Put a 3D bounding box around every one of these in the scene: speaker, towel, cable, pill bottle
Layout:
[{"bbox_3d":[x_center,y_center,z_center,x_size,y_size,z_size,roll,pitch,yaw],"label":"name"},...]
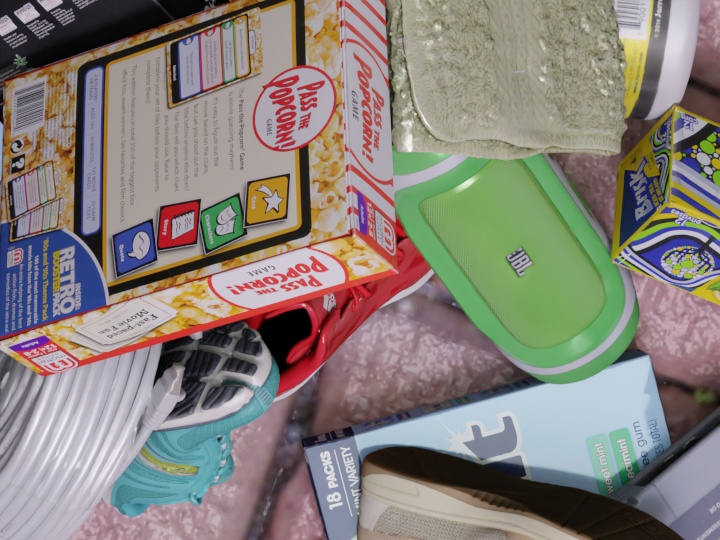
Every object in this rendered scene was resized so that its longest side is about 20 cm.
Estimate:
[{"bbox_3d":[0.074,-0.027,1.476,0.088,0.088,0.200,-38,128,0],"label":"speaker"},{"bbox_3d":[0.067,-0.154,1.392,0.148,0.036,0.201,-3,82,-34],"label":"towel"},{"bbox_3d":[-0.178,0.060,1.454,0.069,0.200,0.200,26,102,-31],"label":"cable"},{"bbox_3d":[0.077,-0.145,1.496,0.199,0.112,0.113,6,94,-3],"label":"pill bottle"}]

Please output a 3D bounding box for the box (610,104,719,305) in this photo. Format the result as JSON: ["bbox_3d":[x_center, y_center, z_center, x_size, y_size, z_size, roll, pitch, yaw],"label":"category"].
[{"bbox_3d":[0.237,-0.012,1.505,0.199,0.064,0.070,21,52,-17],"label":"box"}]

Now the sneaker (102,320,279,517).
[{"bbox_3d":[-0.095,0.082,1.479,0.080,0.200,0.078,42,57,-15],"label":"sneaker"}]

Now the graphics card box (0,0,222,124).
[{"bbox_3d":[-0.175,-0.155,1.387,0.125,0.051,0.200,-26,127,27],"label":"graphics card box"}]

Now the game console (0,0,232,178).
[{"bbox_3d":[-0.127,-0.083,1.487,0.200,0.118,0.171,36,91,-4],"label":"game console"}]

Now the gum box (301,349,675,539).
[{"bbox_3d":[0.084,0.152,1.552,0.199,0.045,0.171,-15,94,-3],"label":"gum box"}]

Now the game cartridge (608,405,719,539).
[{"bbox_3d":[0.231,0.135,1.535,0.200,0.042,0.133,-37,104,-18],"label":"game cartridge"}]

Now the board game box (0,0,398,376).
[{"bbox_3d":[-0.081,-0.047,1.334,0.199,0.046,0.152,-16,59,25],"label":"board game box"}]

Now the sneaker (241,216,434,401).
[{"bbox_3d":[0.000,0.000,1.500,0.078,0.116,0.200,38,93,-6],"label":"sneaker"}]

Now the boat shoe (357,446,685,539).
[{"bbox_3d":[0.087,0.149,1.469,0.199,0.072,0.065,15,104,27],"label":"boat shoe"}]
